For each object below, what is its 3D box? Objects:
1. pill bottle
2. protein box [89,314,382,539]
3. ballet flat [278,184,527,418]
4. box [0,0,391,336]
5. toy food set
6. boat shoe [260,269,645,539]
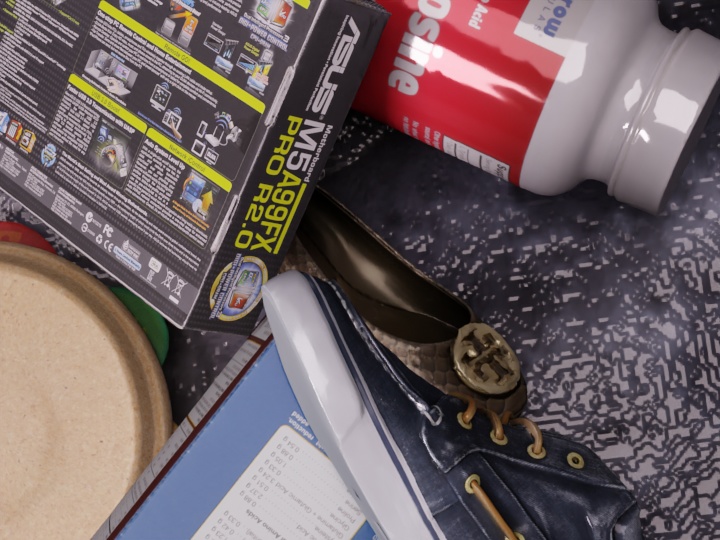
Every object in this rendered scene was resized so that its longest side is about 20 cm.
[{"bbox_3d":[0.065,-0.104,1.021,0.199,0.112,0.113,25,84,10],"label":"pill bottle"},{"bbox_3d":[-0.020,0.155,0.952,0.198,0.135,0.200,39,86,-4],"label":"protein box"},{"bbox_3d":[0.000,0.000,1.033,0.200,0.067,0.046,40,125,15],"label":"ballet flat"},{"bbox_3d":[-0.094,-0.085,1.001,0.200,0.044,0.161,34,105,39],"label":"box"},{"bbox_3d":[-0.180,0.078,1.048,0.199,0.049,0.199,-19,79,3],"label":"toy food set"},{"bbox_3d":[0.042,0.073,0.862,0.091,0.071,0.201,-30,99,-8],"label":"boat shoe"}]
